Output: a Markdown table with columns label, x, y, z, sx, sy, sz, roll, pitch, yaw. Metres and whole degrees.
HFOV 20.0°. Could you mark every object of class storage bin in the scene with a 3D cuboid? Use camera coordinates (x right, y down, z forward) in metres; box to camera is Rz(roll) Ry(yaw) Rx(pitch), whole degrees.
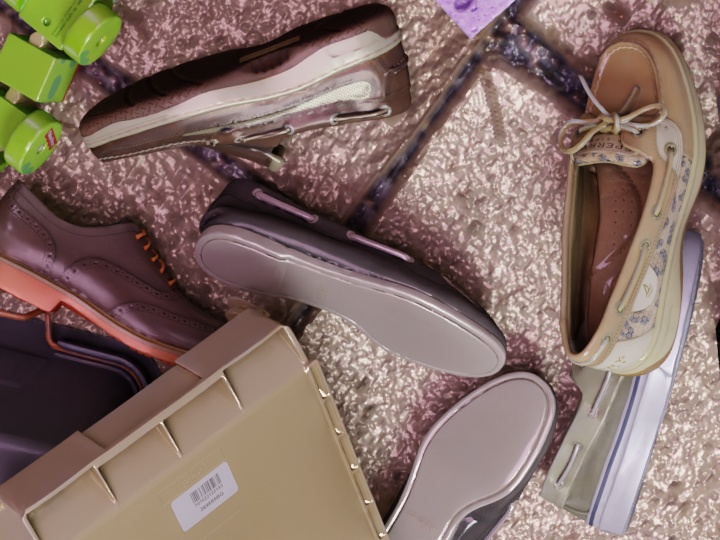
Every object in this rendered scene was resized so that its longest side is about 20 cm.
| label | x | y | z | sx | sy | sz | roll | pitch | yaw |
| --- | --- | --- | --- | --- | --- | --- | --- | --- | --- |
| storage bin | -0.102 | 0.149 | 1.189 | 0.200 | 0.094 | 0.199 | -36 | 124 | -23 |
| storage bin | -0.236 | 0.098 | 1.258 | 0.199 | 0.134 | 0.146 | 13 | 109 | 3 |

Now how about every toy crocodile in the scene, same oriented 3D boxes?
| label | x | y | z | sx | sy | sz | roll | pitch | yaw |
| --- | --- | --- | --- | --- | --- | --- | --- | --- | --- |
| toy crocodile | -0.192 | -0.126 | 1.225 | 0.067 | 0.062 | 0.201 | 34 | 104 | 11 |

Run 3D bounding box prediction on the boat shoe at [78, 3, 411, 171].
| label | x | y | z | sx | sy | sz | roll | pitch | yaw |
| --- | --- | --- | --- | --- | --- | --- | --- | --- | --- |
| boat shoe | -0.066 | -0.090 | 1.209 | 0.201 | 0.075 | 0.075 | -16 | 110 | 12 |

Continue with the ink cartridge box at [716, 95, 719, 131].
| label | x | y | z | sx | sy | sz | roll | pitch | yaw |
| --- | --- | --- | --- | --- | --- | --- | --- | --- | --- |
| ink cartridge box | 0.291 | -0.076 | 1.092 | 0.144 | 0.200 | 0.145 | 40 | 108 | -5 |

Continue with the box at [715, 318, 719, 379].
| label | x | y | z | sx | sy | sz | roll | pitch | yaw |
| --- | --- | --- | --- | --- | --- | --- | --- | --- | --- |
| box | 0.258 | 0.071 | 1.142 | 0.110 | 0.200 | 0.035 | 23 | 109 | 1 |

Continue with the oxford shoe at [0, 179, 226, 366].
| label | x | y | z | sx | sy | sz | roll | pitch | yaw |
| --- | --- | --- | --- | --- | --- | --- | --- | --- | --- |
| oxford shoe | -0.138 | 0.010 | 1.252 | 0.199 | 0.071 | 0.073 | 25 | 86 | -12 |

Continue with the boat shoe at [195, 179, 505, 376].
| label | x | y | z | sx | sy | sz | roll | pitch | yaw |
| --- | --- | --- | --- | --- | --- | --- | --- | --- | --- |
| boat shoe | 0.000 | 0.000 | 1.227 | 0.199 | 0.057 | 0.067 | 22 | 144 | -3 |

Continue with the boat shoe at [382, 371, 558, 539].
| label | x | y | z | sx | sy | sz | roll | pitch | yaw |
| --- | --- | --- | --- | --- | --- | --- | --- | --- | --- |
| boat shoe | 0.060 | 0.142 | 1.277 | 0.067 | 0.057 | 0.200 | 39 | 105 | 18 |

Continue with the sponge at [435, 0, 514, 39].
| label | x | y | z | sx | sy | sz | roll | pitch | yaw |
| --- | --- | --- | --- | --- | --- | --- | --- | --- | --- |
| sponge | 0.038 | -0.245 | 1.168 | 0.111 | 0.030 | 0.200 | -40 | 98 | 17 |

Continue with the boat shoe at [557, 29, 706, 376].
| label | x | y | z | sx | sy | sz | roll | pitch | yaw |
| --- | --- | --- | --- | --- | --- | --- | --- | --- | --- |
| boat shoe | 0.150 | -0.042 | 1.162 | 0.073 | 0.063 | 0.201 | -5 | 80 | 42 |

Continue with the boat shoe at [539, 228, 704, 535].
| label | x | y | z | sx | sy | sz | roll | pitch | yaw |
| --- | --- | --- | --- | --- | --- | --- | --- | --- | --- |
| boat shoe | 0.157 | 0.066 | 1.225 | 0.062 | 0.072 | 0.201 | 17 | 110 | 9 |
